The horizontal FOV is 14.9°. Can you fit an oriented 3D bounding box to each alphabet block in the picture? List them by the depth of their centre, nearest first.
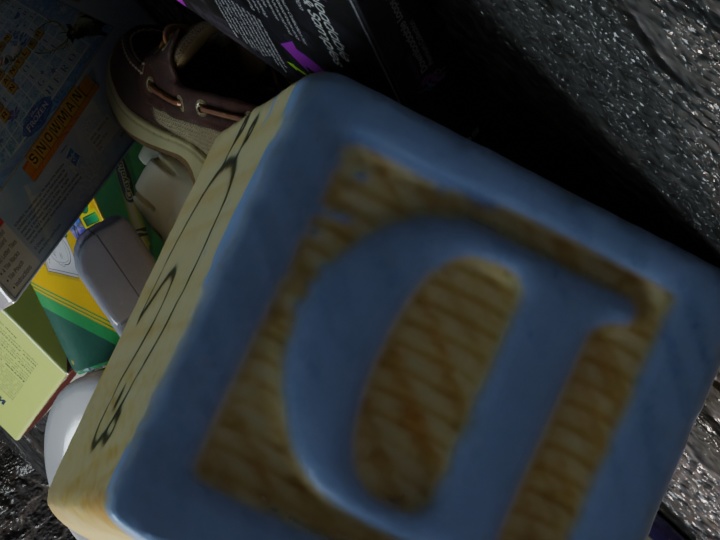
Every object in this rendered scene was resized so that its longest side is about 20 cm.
[{"bbox_3d":[0.007,0.054,1.103,0.196,0.196,0.200,28,169,-10],"label":"alphabet block"}]

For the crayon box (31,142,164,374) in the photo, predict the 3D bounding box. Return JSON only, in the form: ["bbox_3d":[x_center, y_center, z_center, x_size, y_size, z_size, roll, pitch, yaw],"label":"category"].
[{"bbox_3d":[-0.152,-0.052,1.491,0.119,0.058,0.201,-20,96,59],"label":"crayon box"}]

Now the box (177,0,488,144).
[{"bbox_3d":[-0.042,-0.130,1.128,0.200,0.036,0.143,38,167,34],"label":"box"}]

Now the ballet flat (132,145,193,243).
[{"bbox_3d":[-0.077,-0.039,1.361,0.072,0.068,0.200,31,-165,-13],"label":"ballet flat"}]

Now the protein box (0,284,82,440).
[{"bbox_3d":[-0.235,-0.021,1.818,0.199,0.135,0.200,45,157,0],"label":"protein box"}]

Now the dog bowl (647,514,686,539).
[{"bbox_3d":[0.132,0.185,1.494,0.200,0.079,0.200,43,168,11],"label":"dog bowl"}]

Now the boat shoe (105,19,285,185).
[{"bbox_3d":[-0.067,-0.087,1.306,0.200,0.072,0.072,-130,45,-57],"label":"boat shoe"}]

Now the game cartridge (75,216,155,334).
[{"bbox_3d":[-0.077,0.064,1.355,0.200,0.041,0.133,57,179,-5],"label":"game cartridge"}]

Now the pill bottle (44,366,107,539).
[{"bbox_3d":[-0.068,0.086,1.525,0.111,0.200,0.112,17,115,40],"label":"pill bottle"}]

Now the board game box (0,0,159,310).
[{"bbox_3d":[-0.199,-0.111,1.346,0.041,0.200,0.200,-26,112,42],"label":"board game box"}]
